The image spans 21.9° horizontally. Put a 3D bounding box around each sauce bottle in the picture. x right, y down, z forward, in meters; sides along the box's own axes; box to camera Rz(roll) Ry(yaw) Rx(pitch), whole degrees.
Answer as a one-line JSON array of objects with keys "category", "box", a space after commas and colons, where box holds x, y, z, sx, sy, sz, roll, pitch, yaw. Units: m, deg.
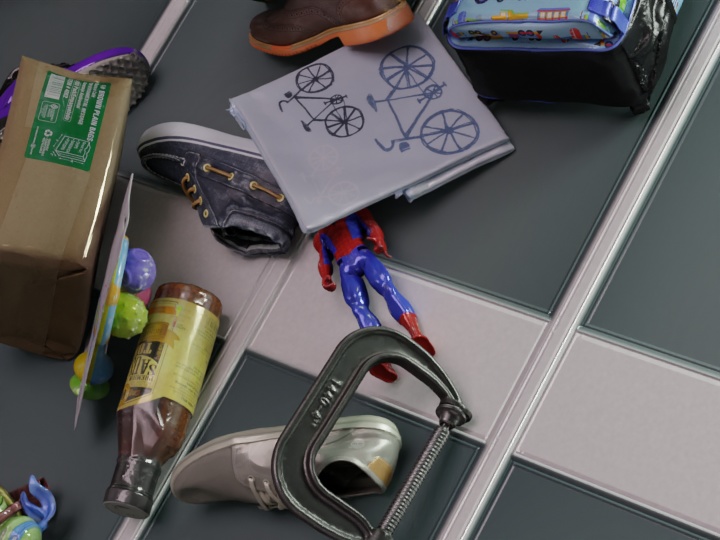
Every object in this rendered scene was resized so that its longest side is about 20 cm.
[{"category": "sauce bottle", "box": [-0.170, 0.110, 1.577, 0.066, 0.066, 0.201, -2, 60, 30]}]

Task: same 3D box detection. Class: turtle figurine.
[{"category": "turtle figurine", "box": [-0.376, 0.224, 1.583, 0.194, 0.144, 0.200, 24, 73, 42]}]

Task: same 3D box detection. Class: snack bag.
[{"category": "snack bag", "box": [0.005, -0.124, 1.608, 0.200, 0.021, 0.189, -26, 52, -7]}]

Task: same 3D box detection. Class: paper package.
[{"category": "paper package", "box": [-0.274, -0.054, 1.651, 0.103, 0.191, 0.201, 12, 62, -7]}]

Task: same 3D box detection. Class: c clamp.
[{"category": "c clamp", "box": [0.021, 0.148, 1.425, 0.171, 0.027, 0.200, 29, 65, -6]}]

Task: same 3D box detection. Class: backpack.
[{"category": "backpack", "box": [0.178, -0.243, 1.538, 0.182, 0.135, 0.200, 8, 64, 32]}]

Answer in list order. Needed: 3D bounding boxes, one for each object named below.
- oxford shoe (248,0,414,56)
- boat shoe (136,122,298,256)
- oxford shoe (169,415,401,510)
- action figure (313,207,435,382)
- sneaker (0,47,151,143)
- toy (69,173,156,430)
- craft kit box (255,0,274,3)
[{"category": "oxford shoe", "box": [-0.035, -0.242, 1.678, 0.200, 0.073, 0.071, -3, 28, 46]}, {"category": "boat shoe", "box": [-0.132, -0.072, 1.658, 0.200, 0.071, 0.091, 10, 64, 32]}, {"category": "oxford shoe", "box": [-0.062, 0.162, 1.477, 0.199, 0.075, 0.058, -12, 54, 19]}, {"category": "action figure", "box": [0.000, 0.000, 1.555, 0.065, 0.052, 0.200, -36, 48, 12]}, {"category": "sneaker", "box": [-0.301, -0.177, 1.825, 0.200, 0.070, 0.100, -30, 49, 11]}, {"category": "toy", "box": [-0.205, 0.032, 1.593, 0.115, 0.047, 0.200, -91, 20, -51]}, {"category": "craft kit box", "box": [-0.047, -0.291, 1.665, 0.199, 0.197, 0.049, -13, 84, 23]}]
